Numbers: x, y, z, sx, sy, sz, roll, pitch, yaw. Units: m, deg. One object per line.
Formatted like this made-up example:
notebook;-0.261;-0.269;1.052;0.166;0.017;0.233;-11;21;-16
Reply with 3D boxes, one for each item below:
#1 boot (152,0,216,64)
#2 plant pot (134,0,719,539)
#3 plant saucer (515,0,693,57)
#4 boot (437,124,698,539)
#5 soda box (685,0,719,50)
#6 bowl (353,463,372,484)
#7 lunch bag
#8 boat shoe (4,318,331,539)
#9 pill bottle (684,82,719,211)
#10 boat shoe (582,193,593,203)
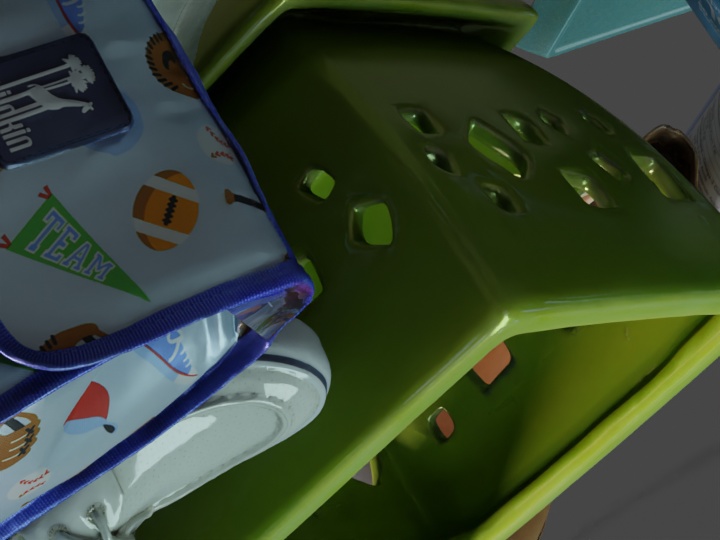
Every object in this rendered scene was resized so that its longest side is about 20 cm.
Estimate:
boot;-0.067;-0.032;1.004;0.068;0.131;0.200;-13;152;-44
plant pot;0.000;0.000;1.105;0.200;0.182;0.199;-44;158;28
plant saucer;0.156;-0.137;1.264;0.199;0.019;0.070;-19;156;-31
boot;0.092;0.035;1.372;0.073;0.201;0.155;23;144;-14
soda box;0.156;-0.105;1.068;0.064;0.200;0.068;-32;160;-2
bowl;-0.008;0.123;1.510;0.200;0.091;0.201;-29;159;-12
lunch bag;-0.135;-0.010;0.901;0.199;0.170;0.124;-32;163;3
boat shoe;-0.100;0.076;0.964;0.199;0.070;0.071;-18;141;7
pill bottle;0.215;-0.058;1.392;0.112;0.113;0.200;-20;158;-30
boat shoe;0.050;-0.003;1.335;0.073;0.069;0.200;-20;156;-32
